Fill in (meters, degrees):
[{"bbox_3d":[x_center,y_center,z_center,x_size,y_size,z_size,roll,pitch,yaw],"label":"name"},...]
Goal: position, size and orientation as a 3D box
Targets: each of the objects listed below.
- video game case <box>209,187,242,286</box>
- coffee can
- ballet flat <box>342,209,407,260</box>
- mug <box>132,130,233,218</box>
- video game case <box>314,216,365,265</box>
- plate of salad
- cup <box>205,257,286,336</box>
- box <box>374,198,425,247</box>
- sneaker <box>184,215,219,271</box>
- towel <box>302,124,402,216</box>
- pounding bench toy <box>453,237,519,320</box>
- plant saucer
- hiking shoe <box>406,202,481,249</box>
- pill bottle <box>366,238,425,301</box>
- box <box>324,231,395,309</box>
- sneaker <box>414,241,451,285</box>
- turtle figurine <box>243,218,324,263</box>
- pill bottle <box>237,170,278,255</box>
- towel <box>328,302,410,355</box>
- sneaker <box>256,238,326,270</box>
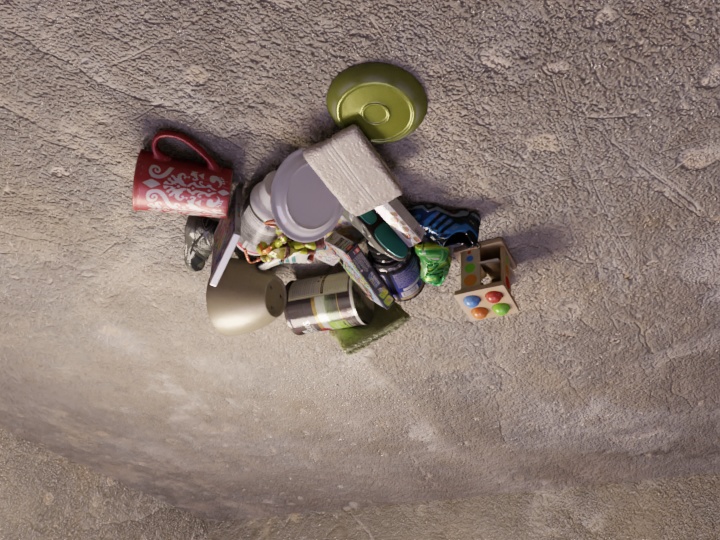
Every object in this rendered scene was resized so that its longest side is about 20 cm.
[{"bbox_3d":[-0.297,-0.078,1.579,0.018,0.201,0.144,20,120,-21],"label":"video game case"},{"bbox_3d":[-0.082,0.082,1.858,0.198,0.147,0.147,-11,142,22],"label":"coffee can"},{"bbox_3d":[0.027,-0.094,1.609,0.200,0.067,0.064,48,145,3],"label":"ballet flat"},{"bbox_3d":[-0.377,-0.191,1.529,0.198,0.134,0.178,9,147,-10],"label":"mug"},{"bbox_3d":[-0.087,-0.096,1.713,0.181,0.023,0.200,25,141,-25],"label":"video game case"},{"bbox_3d":[-0.112,-0.160,1.504,0.048,0.201,0.200,16,161,47],"label":"plate of salad"},{"bbox_3d":[-0.271,0.066,1.796,0.142,0.202,0.201,-1,146,26],"label":"cup"},{"bbox_3d":[0.064,-0.137,1.564,0.039,0.042,0.200,-28,115,38],"label":"box"},{"bbox_3d":[-0.374,-0.055,1.764,0.113,0.077,0.200,15,139,-3],"label":"sneaker"},{"bbox_3d":[-0.012,-0.203,1.467,0.132,0.035,0.200,-23,130,22],"label":"towel"},{"bbox_3d":[0.321,0.050,1.746,0.123,0.157,0.200,-13,141,25],"label":"pounding bench toy"},{"bbox_3d":[0.030,-0.312,1.382,0.198,0.031,0.201,4,145,3],"label":"plant saucer"},{"bbox_3d":[0.175,-0.098,1.616,0.198,0.087,0.075,3,145,4],"label":"hiking shoe"},{"bbox_3d":[0.082,-0.019,1.716,0.111,0.113,0.200,-6,145,17],"label":"pill bottle"},{"bbox_3d":[0.000,0.000,1.706,0.110,0.035,0.200,31,160,53],"label":"box"},{"bbox_3d":[0.177,-0.014,1.700,0.073,0.084,0.200,5,164,22],"label":"sneaker"},{"bbox_3d":[-0.162,-0.056,1.571,0.160,0.065,0.200,-7,155,-27],"label":"turtle figurine"},{"bbox_3d":[-0.209,-0.130,1.602,0.113,0.115,0.200,20,142,-20],"label":"pill bottle"},{"bbox_3d":[0.023,0.143,1.870,0.199,0.148,0.037,-29,119,-9],"label":"towel"},{"bbox_3d":[-0.166,-0.037,1.725,0.199,0.071,0.093,-30,126,35],"label":"sneaker"}]
